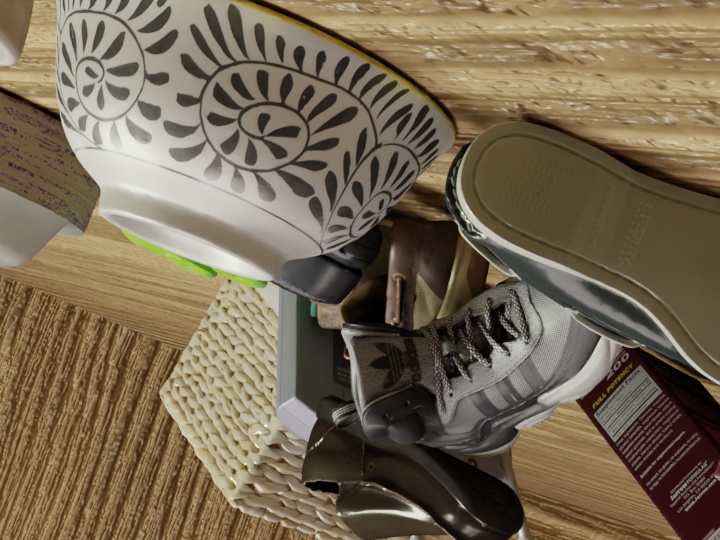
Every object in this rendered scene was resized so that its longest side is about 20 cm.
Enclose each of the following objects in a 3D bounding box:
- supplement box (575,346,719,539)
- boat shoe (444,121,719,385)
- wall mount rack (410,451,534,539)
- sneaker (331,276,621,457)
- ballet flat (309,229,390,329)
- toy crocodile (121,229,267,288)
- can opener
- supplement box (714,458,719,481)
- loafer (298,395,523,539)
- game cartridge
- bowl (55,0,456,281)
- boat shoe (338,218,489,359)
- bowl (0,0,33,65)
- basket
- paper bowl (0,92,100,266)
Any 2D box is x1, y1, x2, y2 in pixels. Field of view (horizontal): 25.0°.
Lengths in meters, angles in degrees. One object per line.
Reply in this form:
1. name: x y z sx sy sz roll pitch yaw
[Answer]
1. supplement box: 0.235 0.140 1.094 0.109 0.061 0.200 28 -161 -41
2. boat shoe: 0.129 -0.002 0.711 0.199 0.076 0.060 33 171 -3
3. wall mount rack: 0.075 0.098 1.052 0.074 0.175 0.200 30 157 -26
4. sneaker: 0.056 0.044 0.867 0.113 0.076 0.200 2 149 -25
5. ballet flat: 0.000 0.000 1.047 0.067 0.068 0.200 16 171 5
6. toy crocodile: -0.094 -0.032 1.064 0.062 0.068 0.200 26 171 -28
7. can opener: -0.077 -0.053 0.904 0.199 0.079 0.063 31 -174 -11
8. supplement box: 0.325 0.126 0.991 0.200 0.086 0.110 27 171 -39
9. loafer: 0.027 0.139 1.000 0.073 0.072 0.200 28 176 -30
10. game cartridge: 0.024 0.087 1.171 0.199 0.134 0.041 24 143 -30
11. bowl: -0.064 -0.054 0.756 0.200 0.095 0.201 20 173 3
12. boat shoe: 0.022 0.029 0.983 0.072 0.073 0.200 12 151 -6
13. bowl: -0.210 -0.151 0.550 0.199 0.075 0.200 19 171 12
14. basket: -0.027 0.110 1.322 0.198 0.161 0.200 27 -172 -34
15. paper bowl: -0.289 -0.072 1.174 0.200 0.105 0.201 19 171 3
